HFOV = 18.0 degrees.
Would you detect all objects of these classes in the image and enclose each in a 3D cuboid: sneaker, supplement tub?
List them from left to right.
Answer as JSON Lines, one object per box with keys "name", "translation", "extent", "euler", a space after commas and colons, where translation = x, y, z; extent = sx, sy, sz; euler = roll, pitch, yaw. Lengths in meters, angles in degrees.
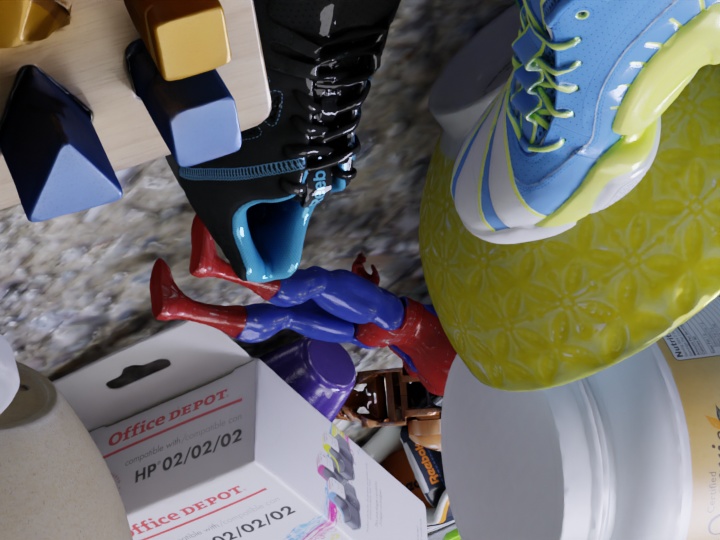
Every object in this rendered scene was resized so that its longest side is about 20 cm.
{"name": "sneaker", "translation": [-0.016, -0.074, 0.899], "extent": [0.073, 0.082, 0.200], "euler": [-8, 150, -27]}
{"name": "sneaker", "translation": [0.077, 0.103, 1.346], "extent": [0.200, 0.079, 0.079], "euler": [-33, 160, 22]}
{"name": "sneaker", "translation": [0.077, -0.089, 0.808], "extent": [0.105, 0.076, 0.200], "euler": [19, 130, -37]}
{"name": "supplement tub", "translation": [0.152, 0.079, 1.066], "extent": [0.200, 0.145, 0.144], "euler": [-6, 151, -23]}

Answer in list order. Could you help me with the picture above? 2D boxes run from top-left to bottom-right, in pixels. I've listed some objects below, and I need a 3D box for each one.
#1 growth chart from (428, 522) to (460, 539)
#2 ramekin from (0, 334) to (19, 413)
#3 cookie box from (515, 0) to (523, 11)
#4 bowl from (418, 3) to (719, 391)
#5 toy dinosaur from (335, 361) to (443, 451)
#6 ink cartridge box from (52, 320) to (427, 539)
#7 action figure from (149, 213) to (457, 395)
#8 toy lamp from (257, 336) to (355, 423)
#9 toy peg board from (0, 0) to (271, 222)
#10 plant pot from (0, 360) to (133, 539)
{"name": "growth chart", "translation": [0.103, 0.148, 1.479], "extent": [0.145, 0.018, 0.200], "euler": [-26, 174, 13]}
{"name": "ramekin", "translation": [-0.236, 0.029, 0.856], "extent": [0.202, 0.094, 0.202], "euler": [-18, 168, -4]}
{"name": "cookie box", "translation": [0.105, -0.189, 0.784], "extent": [0.171, 0.075, 0.200], "euler": [-25, 155, 5]}
{"name": "bowl", "translation": [0.092, -0.056, 0.975], "extent": [0.200, 0.200, 0.108], "euler": [-34, 112, 22]}
{"name": "toy dinosaur", "translation": [0.059, 0.058, 1.209], "extent": [0.136, 0.200, 0.102], "euler": [-1, 107, -62]}
{"name": "ink cartridge box", "translation": [-0.065, 0.117, 1.158], "extent": [0.115, 0.068, 0.200], "euler": [-24, 134, 25]}
{"name": "action figure", "translation": [0.000, 0.000, 1.103], "extent": [0.200, 0.099, 0.065], "euler": [19, 140, -26]}
{"name": "toy lamp", "translation": [-0.074, 0.101, 1.232], "extent": [0.058, 0.058, 0.200], "euler": [2, 144, -45]}
{"name": "toy peg board", "translation": [-0.124, -0.078, 0.689], "extent": [0.200, 0.098, 0.199], "euler": [-19, 131, -11]}
{"name": "plant pot", "translation": [-0.190, 0.113, 1.033], "extent": [0.200, 0.200, 0.135], "euler": [-5, 114, -36]}
